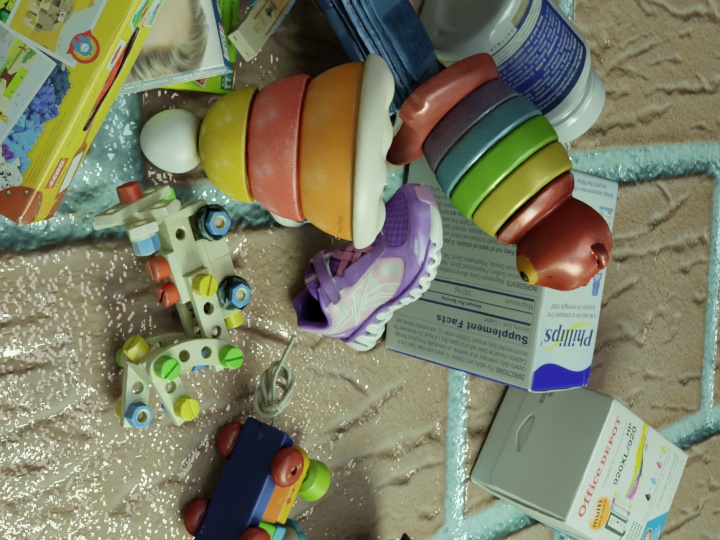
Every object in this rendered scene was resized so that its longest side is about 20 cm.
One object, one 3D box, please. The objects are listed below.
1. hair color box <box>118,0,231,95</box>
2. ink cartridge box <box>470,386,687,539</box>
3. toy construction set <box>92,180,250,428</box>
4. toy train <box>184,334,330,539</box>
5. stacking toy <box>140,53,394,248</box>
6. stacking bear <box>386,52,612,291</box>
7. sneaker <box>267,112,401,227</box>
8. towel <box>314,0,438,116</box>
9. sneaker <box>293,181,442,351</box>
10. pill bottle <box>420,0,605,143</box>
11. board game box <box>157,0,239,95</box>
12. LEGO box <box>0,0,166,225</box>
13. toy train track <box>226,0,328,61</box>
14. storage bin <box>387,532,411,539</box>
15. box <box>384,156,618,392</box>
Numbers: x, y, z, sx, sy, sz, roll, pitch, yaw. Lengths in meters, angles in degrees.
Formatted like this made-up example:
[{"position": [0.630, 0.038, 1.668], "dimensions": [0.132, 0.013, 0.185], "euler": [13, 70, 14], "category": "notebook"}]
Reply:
[{"position": [-0.156, -0.227, 0.650], "dimensions": [0.098, 0.061, 0.204], "euler": [-12, 98, -2], "category": "hair color box"}, {"position": [0.256, 0.229, 1.115], "dimensions": [0.199, 0.143, 0.149], "euler": [34, 76, -40], "category": "ink cartridge box"}, {"position": [-0.150, 0.015, 0.749], "dimensions": [0.130, 0.091, 0.203], "euler": [-28, 126, -35], "category": "toy construction set"}, {"position": [-0.065, 0.171, 0.860], "dimensions": [0.115, 0.084, 0.203], "euler": [37, 73, -51], "category": "toy train"}, {"position": [-0.074, -0.098, 0.742], "dimensions": [0.196, 0.146, 0.149], "euler": [5, 97, 2], "category": "stacking toy"}, {"position": [0.128, -0.070, 0.799], "dimensions": [0.113, 0.122, 0.201], "euler": [-35, 80, -18], "category": "stacking bear"}, {"position": [-0.002, -0.116, 0.861], "dimensions": [0.201, 0.079, 0.074], "euler": [-55, 127, -22], "category": "sneaker"}, {"position": [0.003, -0.236, 0.811], "dimensions": [0.202, 0.048, 0.112], "euler": [59, 31, -14], "category": "towel"}, {"position": [0.000, 0.000, 0.836], "dimensions": [0.087, 0.201, 0.082], "euler": [7, 51, -26], "category": "sneaker"}, {"position": [0.161, -0.215, 0.963], "dimensions": [0.199, 0.119, 0.121], "euler": [33, 76, -40], "category": "pill bottle"}, {"position": [-0.142, -0.241, 0.729], "dimensions": [0.100, 0.047, 0.204], "euler": [-1, 99, -43], "category": "board game box"}, {"position": [-0.215, -0.154, 0.584], "dimensions": [0.147, 0.077, 0.202], "euler": [29, 94, -7], "category": "LEGO box"}, {"position": [-0.070, -0.221, 0.769], "dimensions": [0.115, 0.032, 0.201], "euler": [51, 34, -25], "category": "toy train track"}, {"position": [-0.002, 0.371, 0.927], "dimensions": [0.132, 0.146, 0.204], "euler": [-6, 104, -13], "category": "storage bin"}, {"position": [0.134, -0.002, 0.934], "dimensions": [0.104, 0.182, 0.204], "euler": [4, 96, -46], "category": "box"}]
